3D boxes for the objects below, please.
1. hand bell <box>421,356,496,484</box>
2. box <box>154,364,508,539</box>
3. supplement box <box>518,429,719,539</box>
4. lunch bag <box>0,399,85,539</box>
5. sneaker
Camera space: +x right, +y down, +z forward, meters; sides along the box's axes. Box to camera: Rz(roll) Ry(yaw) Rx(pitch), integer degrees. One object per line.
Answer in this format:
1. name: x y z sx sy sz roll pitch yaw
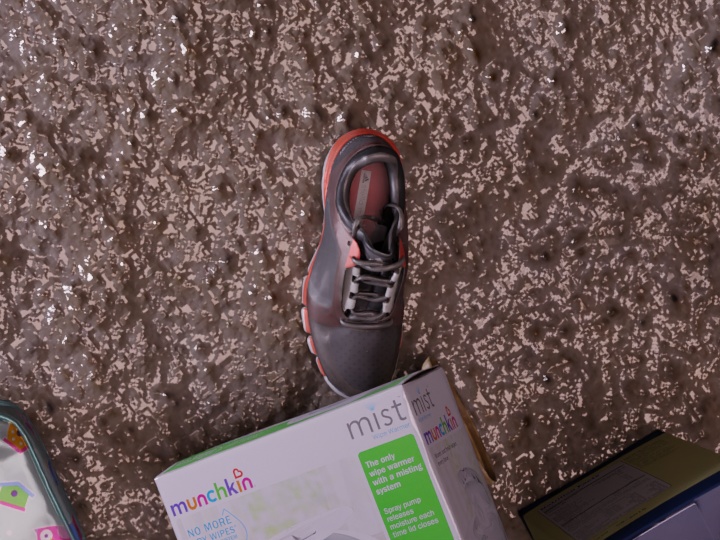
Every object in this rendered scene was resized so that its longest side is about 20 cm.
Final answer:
1. hand bell: -0.010 0.157 1.155 0.199 0.104 0.105 -29 102 7
2. box: -0.011 0.183 1.074 0.199 0.097 0.178 -21 88 20
3. supplement box: 0.235 0.244 1.133 0.134 0.200 0.201 -28 95 -5
4. lunch bag: -0.301 0.196 1.094 0.199 0.077 0.161 -26 103 -7
5. sneaker: 0.000 0.000 1.124 0.076 0.082 0.202 -3 98 -11
